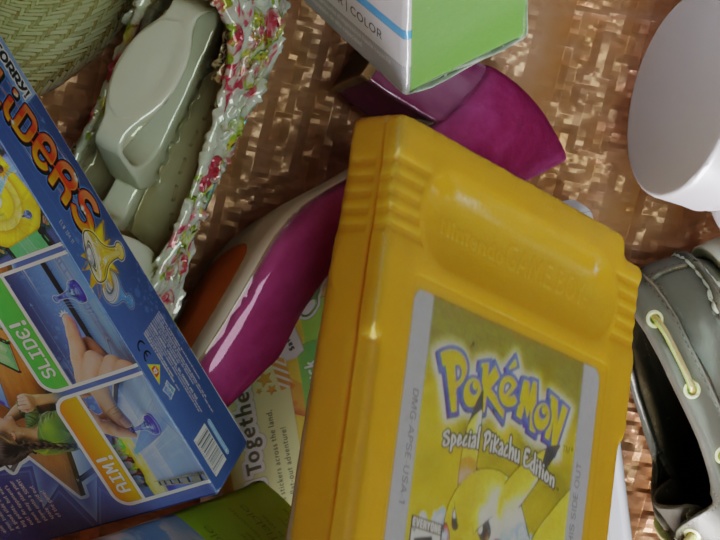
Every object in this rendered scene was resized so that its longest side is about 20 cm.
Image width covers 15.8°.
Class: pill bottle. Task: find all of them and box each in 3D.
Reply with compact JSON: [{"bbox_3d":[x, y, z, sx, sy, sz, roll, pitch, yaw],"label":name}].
[{"bbox_3d":[0.215,-0.048,1.065,0.200,0.113,0.113,14,100,-23],"label":"pill bottle"}]

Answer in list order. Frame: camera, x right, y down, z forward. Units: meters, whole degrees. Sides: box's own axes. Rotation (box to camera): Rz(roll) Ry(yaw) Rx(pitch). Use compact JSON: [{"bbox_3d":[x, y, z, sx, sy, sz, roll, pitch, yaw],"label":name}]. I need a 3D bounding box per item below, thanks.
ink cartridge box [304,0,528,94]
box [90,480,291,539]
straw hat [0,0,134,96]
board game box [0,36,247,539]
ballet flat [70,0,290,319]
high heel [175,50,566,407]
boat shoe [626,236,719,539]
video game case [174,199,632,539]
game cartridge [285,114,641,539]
[{"bbox_3d":[0.009,-0.173,0.910,0.059,0.104,0.200,-26,140,-24],"label":"ink cartridge box"},{"bbox_3d":[-0.044,0.143,0.939,0.122,0.200,0.048,45,106,12],"label":"box"},{"bbox_3d":[-0.142,-0.141,0.919,0.201,0.085,0.202,-6,107,-19],"label":"straw hat"},{"bbox_3d":[-0.147,0.009,0.940,0.135,0.034,0.200,-17,114,29],"label":"board game box"},{"bbox_3d":[-0.090,-0.033,0.975,0.075,0.064,0.200,21,92,17],"label":"ballet flat"},{"bbox_3d":[0.000,0.000,1.013,0.096,0.067,0.200,37,68,-16],"label":"high heel"},{"bbox_3d":[0.150,0.088,1.105,0.060,0.072,0.202,-17,106,-15],"label":"boat shoe"},{"bbox_3d":[0.023,0.086,1.083,0.182,0.023,0.201,-15,111,-16],"label":"video game case"},{"bbox_3d":[0.044,0.062,0.980,0.176,0.032,0.201,24,71,-50],"label":"game cartridge"}]
